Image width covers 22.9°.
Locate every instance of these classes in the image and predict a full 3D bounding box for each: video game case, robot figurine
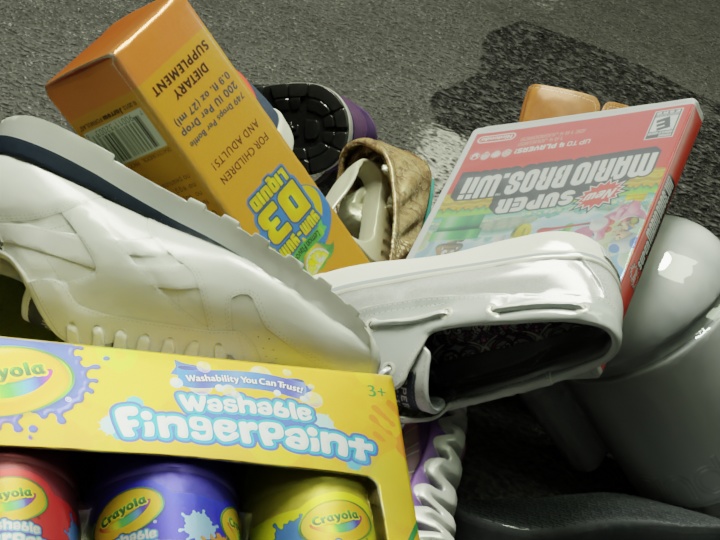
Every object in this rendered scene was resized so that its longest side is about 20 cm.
[{"bbox_3d":[0.091,-0.016,0.943,0.143,0.017,0.200,-5,40,34],"label":"video game case"},{"bbox_3d":[0.175,0.051,0.991,0.200,0.169,0.113,56,12,-19],"label":"robot figurine"}]

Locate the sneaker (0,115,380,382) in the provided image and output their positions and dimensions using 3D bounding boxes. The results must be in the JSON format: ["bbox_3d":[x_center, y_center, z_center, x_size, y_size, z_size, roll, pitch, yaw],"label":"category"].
[{"bbox_3d":[-0.087,0.012,0.769,0.200,0.081,0.076,26,-19,8],"label":"sneaker"}]

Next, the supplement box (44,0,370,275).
[{"bbox_3d":[-0.069,-0.038,0.910,0.200,0.069,0.067,55,48,-19],"label":"supplement box"}]

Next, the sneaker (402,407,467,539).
[{"bbox_3d":[0.000,0.111,0.841,0.088,0.081,0.200,13,25,0],"label":"sneaker"}]

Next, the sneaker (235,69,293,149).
[{"bbox_3d":[-0.105,-0.038,0.971,0.075,0.085,0.200,-12,41,31],"label":"sneaker"}]

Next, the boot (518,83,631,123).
[{"bbox_3d":[0.175,-0.026,1.151,0.200,0.074,0.155,22,67,-20],"label":"boot"}]

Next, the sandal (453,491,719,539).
[{"bbox_3d":[0.120,0.142,0.908,0.200,0.043,0.076,5,4,-38],"label":"sandal"}]

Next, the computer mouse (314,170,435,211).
[{"bbox_3d":[-0.014,-0.024,1.146,0.109,0.044,0.200,26,30,20],"label":"computer mouse"}]

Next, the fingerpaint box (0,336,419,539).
[{"bbox_3d":[-0.077,0.116,0.683,0.199,0.073,0.167,8,49,-20],"label":"fingerpaint box"}]

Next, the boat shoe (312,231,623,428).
[{"bbox_3d":[0.027,0.041,0.836,0.199,0.072,0.069,-10,36,5],"label":"boat shoe"}]

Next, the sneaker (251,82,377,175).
[{"bbox_3d":[-0.086,-0.093,1.180,0.199,0.076,0.088,11,5,20],"label":"sneaker"}]

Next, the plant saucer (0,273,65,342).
[{"bbox_3d":[-0.157,0.025,0.798,0.199,0.031,0.200,6,52,-8],"label":"plant saucer"}]

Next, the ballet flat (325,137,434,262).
[{"bbox_3d":[0.000,0.000,1.019,0.065,0.070,0.200,33,38,-25],"label":"ballet flat"}]
